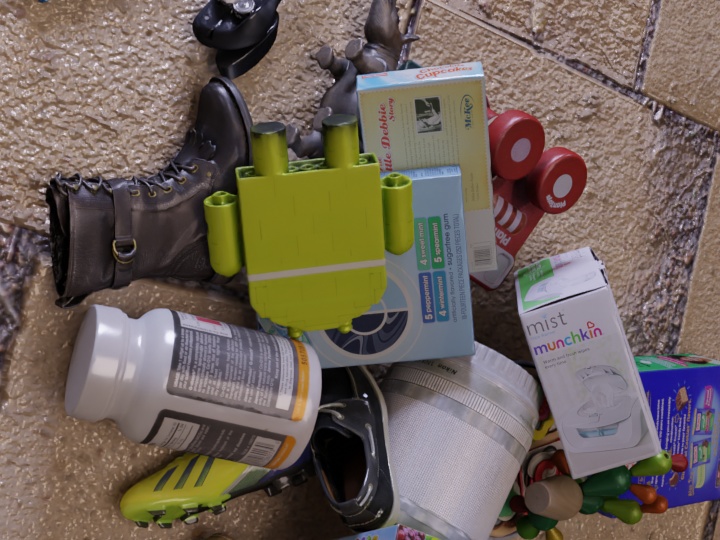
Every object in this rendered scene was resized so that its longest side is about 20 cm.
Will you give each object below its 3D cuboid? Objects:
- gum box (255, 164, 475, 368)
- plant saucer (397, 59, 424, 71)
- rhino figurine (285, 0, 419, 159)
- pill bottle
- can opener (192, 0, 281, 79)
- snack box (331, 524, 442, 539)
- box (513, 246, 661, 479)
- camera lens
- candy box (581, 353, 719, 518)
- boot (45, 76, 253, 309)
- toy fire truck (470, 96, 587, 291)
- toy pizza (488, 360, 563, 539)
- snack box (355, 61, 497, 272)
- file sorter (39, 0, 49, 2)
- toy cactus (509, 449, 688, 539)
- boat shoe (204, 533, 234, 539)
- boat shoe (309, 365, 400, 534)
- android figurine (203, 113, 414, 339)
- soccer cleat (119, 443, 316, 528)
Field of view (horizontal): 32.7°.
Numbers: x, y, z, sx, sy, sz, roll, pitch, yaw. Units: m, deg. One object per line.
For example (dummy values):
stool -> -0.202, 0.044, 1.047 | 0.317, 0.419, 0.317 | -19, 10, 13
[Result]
gum box -> 0.000, 0.000, 1.122 | 0.198, 0.045, 0.172 | -5, 106, 4
plant saucer -> 0.037, -0.103, 1.218 | 0.070, 0.019, 0.202 | 18, 86, -51
rhino figurine -> -0.001, -0.182, 1.163 | 0.087, 0.059, 0.201 | 40, 71, -50
pill bottle -> -0.142, 0.097, 1.047 | 0.198, 0.116, 0.118 | 15, 87, -22
can opener -> -0.079, -0.265, 1.107 | 0.063, 0.079, 0.201 | 32, 69, 6
snack box -> 0.053, 0.298, 1.113 | 0.199, 0.168, 0.068 | 28, 57, -30
box -> 0.229, 0.086, 1.256 | 0.096, 0.200, 0.178 | -19, 100, 10
camera lens -> 0.074, 0.179, 1.197 | 0.160, 0.159, 0.201 | 39, 70, -32
candy box -> 0.345, 0.190, 1.451 | 0.199, 0.077, 0.171 | 0, 97, -37
boot -> -0.181, -0.069, 1.041 | 0.173, 0.069, 0.202 | -1, 98, -36
toy fire truck -> 0.119, -0.081, 1.233 | 0.199, 0.112, 0.169 | 30, 95, -44
toy pizza -> 0.171, 0.200, 1.352 | 0.199, 0.032, 0.202 | -5, 99, -36
snack box -> 0.064, -0.088, 1.140 | 0.115, 0.037, 0.202 | -6, 120, 3
file sorter -> -0.175, -0.319, 0.982 | 0.199, 0.122, 0.140 | -30, 112, -29
toy cactus -> 0.226, 0.226, 1.273 | 0.164, 0.199, 0.103 | 12, 62, -50
boat shoe -> -0.078, 0.300, 1.167 | 0.200, 0.074, 0.067 | 48, 55, -31
boat shoe -> -0.016, 0.144, 1.123 | 0.072, 0.201, 0.068 | -33, 137, 18
android figurine -> -0.041, -0.032, 1.054 | 0.180, 0.041, 0.202 | -9, 116, -6
soccer cleat -> -0.131, 0.177, 1.124 | 0.199, 0.065, 0.084 | -13, 74, -30
